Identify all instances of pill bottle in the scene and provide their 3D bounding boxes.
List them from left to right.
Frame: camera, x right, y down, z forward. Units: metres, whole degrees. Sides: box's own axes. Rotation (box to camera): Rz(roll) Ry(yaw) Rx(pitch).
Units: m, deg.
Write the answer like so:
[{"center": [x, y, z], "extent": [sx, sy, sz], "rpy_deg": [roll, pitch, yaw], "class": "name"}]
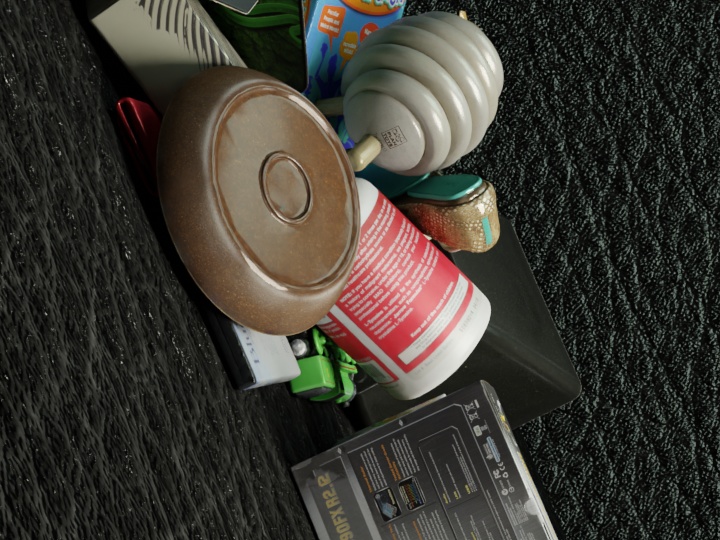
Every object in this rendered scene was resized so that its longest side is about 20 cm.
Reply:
[{"center": [0.000, 0.000, 1.717], "extent": [0.200, 0.112, 0.112], "rpy_deg": [44, 13, -16], "class": "pill bottle"}]

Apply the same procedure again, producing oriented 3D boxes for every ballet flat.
[{"center": [0.052, -0.048, 1.773], "extent": [0.200, 0.070, 0.066], "rpy_deg": [23, -42, 64], "class": "ballet flat"}]

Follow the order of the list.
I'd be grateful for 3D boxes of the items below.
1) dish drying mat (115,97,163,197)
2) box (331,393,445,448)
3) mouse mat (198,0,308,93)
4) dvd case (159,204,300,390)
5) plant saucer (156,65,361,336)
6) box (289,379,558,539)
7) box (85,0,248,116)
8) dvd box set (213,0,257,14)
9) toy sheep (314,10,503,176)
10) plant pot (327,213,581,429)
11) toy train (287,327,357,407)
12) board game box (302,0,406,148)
[{"center": [-0.142, -0.085, 1.597], "extent": [0.077, 0.018, 0.200], "rpy_deg": [65, 6, 4], "class": "dish drying mat"}, {"center": [0.037, 0.175, 1.707], "extent": [0.200, 0.101, 0.113], "rpy_deg": [-16, 81, -83], "class": "box"}, {"center": [-0.118, -0.229, 1.633], "extent": [0.199, 0.008, 0.161], "rpy_deg": [23, -47, 32], "class": "mouse mat"}, {"center": [-0.094, 0.018, 1.602], "extent": [0.200, 0.017, 0.143], "rpy_deg": [6, 61, -82], "class": "dvd case"}, {"center": [-0.062, -0.054, 1.540], "extent": [0.200, 0.034, 0.201], "rpy_deg": [22, 61, -45], "class": "plant saucer"}, {"center": [0.060, 0.202, 1.547], "extent": [0.201, 0.158, 0.048], "rpy_deg": [66, 9, 14], "class": "box"}, {"center": [-0.120, -0.140, 1.608], "extent": [0.200, 0.068, 0.082], "rpy_deg": [52, 7, -24], "class": "box"}, {"center": [-0.169, -0.265, 1.550], "extent": [0.200, 0.029, 0.146], "rpy_deg": [41, 10, 16], "class": "dvd box set"}, {"center": [0.042, -0.139, 1.742], "extent": [0.200, 0.137, 0.138], "rpy_deg": [-54, 128, -36], "class": "toy sheep"}, {"center": [0.055, 0.049, 1.971], "extent": [0.177, 0.199, 0.200], "rpy_deg": [37, 29, -62], "class": "plant pot"}, {"center": [-0.030, 0.083, 1.791], "extent": [0.200, 0.042, 0.057], "rpy_deg": [30, 45, -79], "class": "toy train"}, {"center": [-0.025, -0.192, 1.792], "extent": [0.152, 0.045, 0.201], "rpy_deg": [13, 92, -63], "class": "board game box"}]
